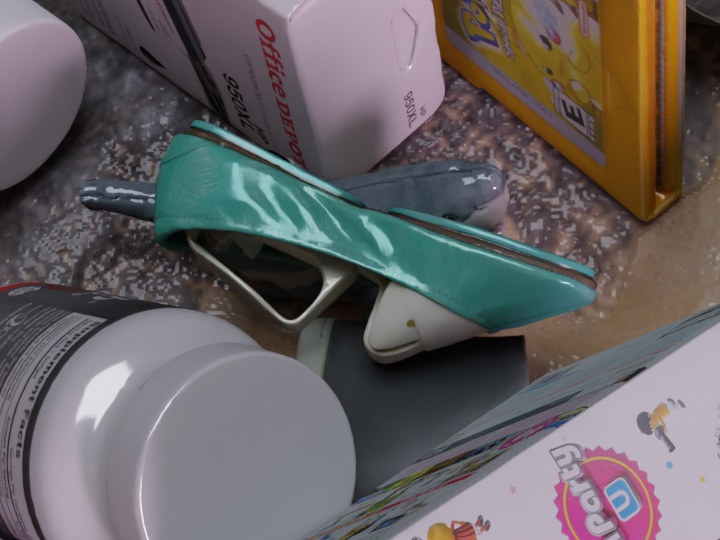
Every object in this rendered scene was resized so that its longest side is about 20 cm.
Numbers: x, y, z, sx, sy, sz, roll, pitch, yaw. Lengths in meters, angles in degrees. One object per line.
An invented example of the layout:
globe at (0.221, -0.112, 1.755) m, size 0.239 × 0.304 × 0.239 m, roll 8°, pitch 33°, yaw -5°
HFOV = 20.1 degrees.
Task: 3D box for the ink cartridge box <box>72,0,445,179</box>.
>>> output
ink cartridge box at (-0.063, -0.147, 0.982) m, size 0.200 × 0.145 × 0.084 m, roll 36°, pitch 70°, yaw 28°

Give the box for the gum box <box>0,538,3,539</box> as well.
gum box at (-0.103, 0.178, 0.792) m, size 0.199 × 0.114 × 0.066 m, roll 25°, pitch 63°, yaw 22°

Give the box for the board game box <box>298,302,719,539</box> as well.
board game box at (0.052, 0.088, 0.698) m, size 0.200 × 0.147 × 0.064 m, roll -29°, pitch 89°, yaw -32°

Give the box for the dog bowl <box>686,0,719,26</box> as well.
dog bowl at (0.170, -0.211, 0.977) m, size 0.200 × 0.200 × 0.059 m, roll -48°, pitch 20°, yaw -21°

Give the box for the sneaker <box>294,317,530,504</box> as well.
sneaker at (0.022, 0.103, 0.846) m, size 0.106 × 0.075 × 0.201 m, roll -1°, pitch 56°, yaw 7°

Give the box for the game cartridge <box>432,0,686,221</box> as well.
game cartridge at (0.069, -0.133, 0.934) m, size 0.032 × 0.177 × 0.200 m, roll -39°, pitch 59°, yaw -17°

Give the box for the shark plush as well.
shark plush at (-0.027, -0.035, 0.939) m, size 0.199 × 0.083 × 0.091 m, roll 17°, pitch 61°, yaw 19°

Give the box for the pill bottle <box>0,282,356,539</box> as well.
pill bottle at (-0.095, 0.069, 0.812) m, size 0.116 × 0.116 × 0.200 m, roll -48°, pitch 29°, yaw -21°

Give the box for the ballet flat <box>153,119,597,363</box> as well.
ballet flat at (0.000, 0.000, 0.866) m, size 0.199 × 0.067 × 0.071 m, roll 20°, pitch 84°, yaw 15°

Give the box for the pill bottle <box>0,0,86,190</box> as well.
pill bottle at (-0.238, -0.127, 1.014) m, size 0.200 × 0.114 × 0.114 m, roll 33°, pitch 67°, yaw 26°
